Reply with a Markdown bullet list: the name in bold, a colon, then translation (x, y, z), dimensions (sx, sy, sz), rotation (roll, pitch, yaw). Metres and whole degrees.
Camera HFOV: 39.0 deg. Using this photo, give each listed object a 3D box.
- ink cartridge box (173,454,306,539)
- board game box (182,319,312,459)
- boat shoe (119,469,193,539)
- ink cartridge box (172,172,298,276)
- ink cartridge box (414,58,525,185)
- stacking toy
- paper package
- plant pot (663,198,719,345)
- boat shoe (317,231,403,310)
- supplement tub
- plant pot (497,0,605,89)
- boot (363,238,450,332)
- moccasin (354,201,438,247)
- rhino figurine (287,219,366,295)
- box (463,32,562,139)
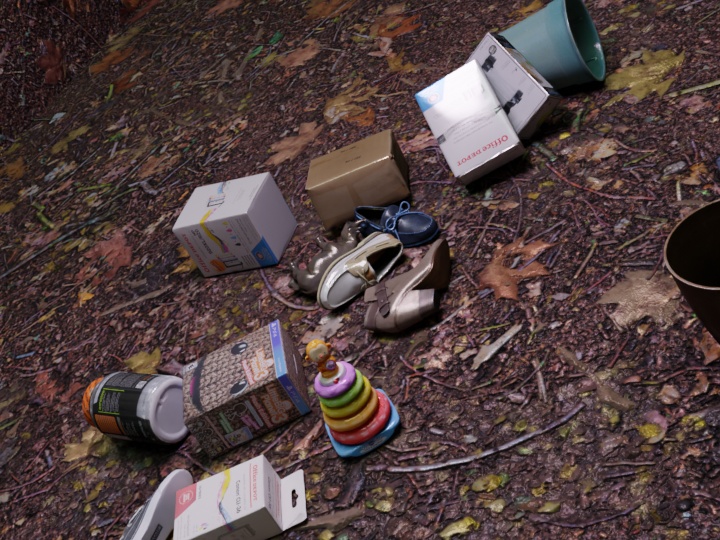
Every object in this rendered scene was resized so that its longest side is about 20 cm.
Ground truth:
- **ink cartridge box**: translation (-0.186, 0.365, 1.576), dimensions (0.199, 0.068, 0.117), rotation (-24, 33, 8)
- **board game box**: translation (-0.201, 0.206, 1.776), dimensions (0.199, 0.097, 0.160), rotation (-26, 33, 5)
- **boat shoe**: translation (-0.341, 0.408, 1.643), dimensions (0.067, 0.072, 0.201), rotation (-1, 50, 34)
- **ink cartridge box**: translation (-0.269, -0.096, 2.190), dimensions (0.199, 0.148, 0.145), rotation (-10, 38, 28)
- **ink cartridge box**: translation (0.219, -0.293, 2.031), dimensions (0.144, 0.084, 0.201), rotation (-28, 73, 14)
- **stacking toy**: translation (-0.030, 0.182, 1.580), dimensions (0.116, 0.201, 0.110), rotation (-30, 32, -3)
- **paper package**: translation (-0.003, -0.195, 2.141), dimensions (0.199, 0.104, 0.191), rotation (-22, 23, 12)
- **plant pot**: translation (0.522, 0.034, 1.356), dimensions (0.186, 0.201, 0.187), rotation (-20, 33, 14)
- **boat shoe**: translation (0.000, 0.000, 1.920), dimensions (0.068, 0.075, 0.200), rotation (13, 53, 49)
- **supplement tub**: translation (-0.407, 0.248, 1.854), dimensions (0.199, 0.123, 0.123), rotation (1, 43, 37)
- **plant pot**: translation (0.387, -0.460, 2.152), dimensions (0.195, 0.201, 0.201), rotation (-19, 33, 30)
- **boot**: translation (0.080, 0.028, 1.828), dimensions (0.145, 0.070, 0.201), rotation (-14, 36, 27)
- **moccasin**: translation (0.060, -0.092, 2.002), dimensions (0.199, 0.068, 0.081), rotation (2, 44, 40)
- **rhino figurine**: translation (-0.056, -0.028, 2.001), dimensions (0.200, 0.060, 0.087), rotation (-45, 41, -10)
- **box**: translation (0.303, -0.376, 2.077), dimensions (0.200, 0.060, 0.117), rotation (52, 122, 25)
